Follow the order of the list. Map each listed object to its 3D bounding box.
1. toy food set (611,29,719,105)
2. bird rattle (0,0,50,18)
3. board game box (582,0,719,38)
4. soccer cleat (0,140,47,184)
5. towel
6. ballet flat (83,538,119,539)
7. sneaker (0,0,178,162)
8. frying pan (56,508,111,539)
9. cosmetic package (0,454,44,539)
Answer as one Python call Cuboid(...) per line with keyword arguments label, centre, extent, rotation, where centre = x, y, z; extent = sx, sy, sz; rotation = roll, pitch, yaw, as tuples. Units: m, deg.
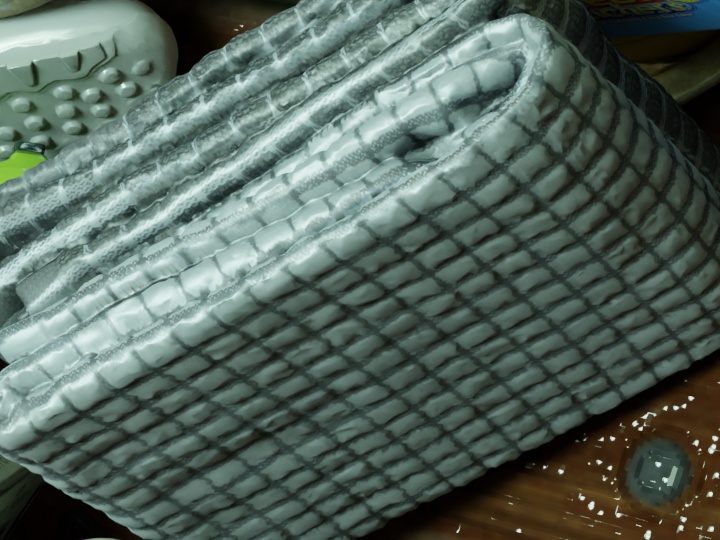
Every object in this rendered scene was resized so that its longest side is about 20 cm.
Cuboid(label="toy food set", centre=(0.073, -0.138, 0.925), extent=(0.197, 0.049, 0.201), rotation=(-14, 65, 29))
Cuboid(label="bird rattle", centre=(-0.114, -0.160, 1.002), extent=(0.199, 0.113, 0.164), rotation=(-7, 53, 28))
Cuboid(label="board game box", centre=(0.107, -0.169, 0.819), extent=(0.195, 0.056, 0.201), rotation=(-1, 76, 45))
Cuboid(label="soccer cleat", centre=(-0.188, 0.005, 0.995), extent=(0.199, 0.068, 0.081), rotation=(-5, 64, 3))
Cuboid(label="towel", centre=(0.000, 0.000, 0.844), extent=(0.200, 0.166, 0.086), rotation=(-31, 56, 16))
Cuboid(label="ballet flat", centre=(-0.126, 0.146, 0.930), extent=(0.200, 0.069, 0.070), rotation=(-53, 52, 20))
Cuboid(label="sneaker", centre=(-0.152, -0.068, 1.036), extent=(0.199, 0.076, 0.081), rotation=(-16, 55, 27))
Cuboid(label="frying pan", centre=(-0.053, 0.149, 0.910), extent=(0.190, 0.031, 0.115), rotation=(14, 75, 49))
Cuboid(label="cosmetic package", centre=(-0.208, 0.044, 0.932), extent=(0.200, 0.087, 0.104), rotation=(36, 103, 4))
